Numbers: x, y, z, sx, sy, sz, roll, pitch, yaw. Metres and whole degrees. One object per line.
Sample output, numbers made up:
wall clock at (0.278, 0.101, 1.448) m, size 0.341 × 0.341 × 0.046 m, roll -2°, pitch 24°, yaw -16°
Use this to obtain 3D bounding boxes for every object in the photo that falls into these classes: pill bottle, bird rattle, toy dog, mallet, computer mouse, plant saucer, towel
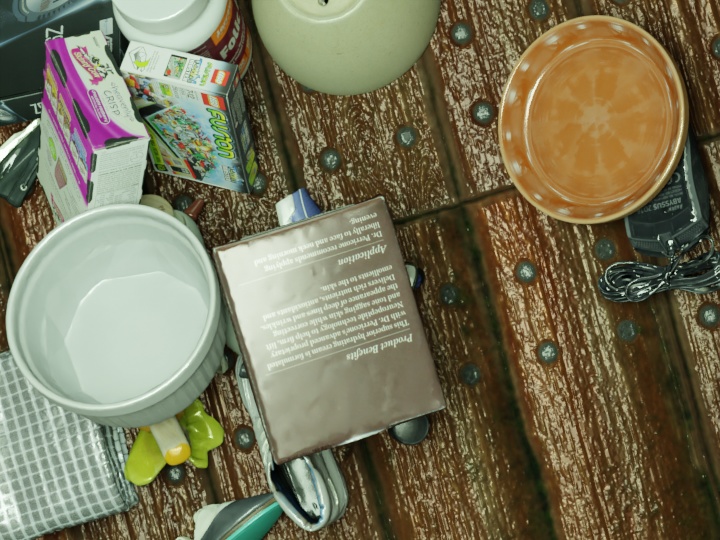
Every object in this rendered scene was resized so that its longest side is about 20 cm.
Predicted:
pill bottle at (-0.177, -0.251, 1.461) m, size 0.112 × 0.200 × 0.116 m, roll -1°, pitch 77°, yaw 6°
bird rattle at (-0.204, 0.115, 1.495) m, size 0.111 × 0.163 × 0.203 m, roll -16°, pitch 101°, yaw -10°
toy dog at (-0.153, -0.003, 1.519) m, size 0.096 × 0.132 × 0.201 m, roll -39°, pitch 92°, yaw -25°
mallet at (-0.026, 0.130, 1.502) m, size 0.198 × 0.066 × 0.042 m, roll 18°, pitch 87°, yaw 3°
computer mouse at (0.293, -0.073, 1.463) m, size 0.137 × 0.052 × 0.203 m, roll -9°, pitch 84°, yaw 34°
plant saucer at (0.228, -0.146, 1.458) m, size 0.198 × 0.032 × 0.203 m, roll -1°, pitch 88°, yaw 33°
towel at (-0.336, 0.174, 1.550) m, size 0.164 × 0.086 × 0.203 m, roll -18°, pitch 87°, yaw 8°

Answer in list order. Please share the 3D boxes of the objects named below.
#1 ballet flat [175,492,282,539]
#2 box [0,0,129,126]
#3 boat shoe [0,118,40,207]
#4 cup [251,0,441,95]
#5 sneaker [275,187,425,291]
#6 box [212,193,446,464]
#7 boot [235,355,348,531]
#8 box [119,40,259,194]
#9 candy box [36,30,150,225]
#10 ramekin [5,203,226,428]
ballet flat at (-0.158, 0.287, 1.529) m, size 0.073 × 0.073 × 0.201 m, roll 39°, pitch 104°, yaw 7°
box at (-0.313, -0.254, 1.528) m, size 0.158 × 0.044 × 0.202 m, roll -10°, pitch 62°, yaw 9°
boat shoe at (-0.308, -0.144, 1.555) m, size 0.199 × 0.074 × 0.066 m, roll -43°, pitch 98°, yaw -5°
cup at (-0.025, -0.283, 1.475) m, size 0.197 × 0.143 × 0.203 m, roll 0°, pitch 90°, yaw 9°
sneaker at (0.000, 0.001, 1.508) m, size 0.114 × 0.081 × 0.201 m, roll -26°, pitch 89°, yaw 1°
box at (-0.034, 0.050, 1.380) m, size 0.164 × 0.164 × 0.203 m, roll -16°, pitch 92°, yaw -5°
boot at (-0.073, 0.166, 1.503) m, size 0.073 × 0.096 × 0.202 m, roll -29°, pitch 85°, yaw 7°
box at (-0.165, -0.148, 1.469) m, size 0.109 × 0.201 × 0.035 m, roll 14°, pitch 67°, yaw 9°
candy box at (-0.260, -0.110, 1.435) m, size 0.060 × 0.201 × 0.137 m, roll -15°, pitch 61°, yaw -24°
ramekin at (-0.218, 0.050, 1.383) m, size 0.197 × 0.105 × 0.203 m, roll -4°, pitch 66°, yaw 8°
